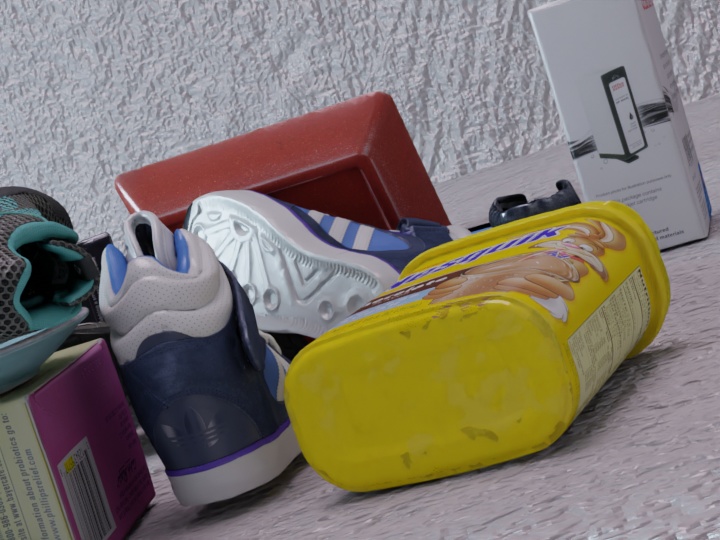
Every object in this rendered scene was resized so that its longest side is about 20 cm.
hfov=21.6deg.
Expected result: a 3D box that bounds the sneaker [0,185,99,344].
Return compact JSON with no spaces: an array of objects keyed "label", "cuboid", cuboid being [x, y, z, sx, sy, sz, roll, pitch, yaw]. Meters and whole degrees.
[{"label":"sneaker","cuboid":[-0.160,0.003,0.872,0.091,0.078,0.200,0,13,11]}]

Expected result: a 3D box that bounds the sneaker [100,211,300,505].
[{"label":"sneaker","cuboid":[-0.080,0.033,1.008,0.081,0.146,0.200,-18,6,9]}]

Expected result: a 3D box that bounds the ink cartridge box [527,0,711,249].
[{"label":"ink cartridge box","cuboid":[0.201,-0.119,1.438,0.084,0.200,0.146,-16,5,15]}]

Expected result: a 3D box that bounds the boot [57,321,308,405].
[{"label":"boot","cuboid":[-0.130,0.053,1.251,0.200,0.068,0.131,0,6,-3]}]

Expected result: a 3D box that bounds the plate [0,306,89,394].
[{"label":"plate","cuboid":[-0.224,0.060,0.913,0.200,0.026,0.200,-18,5,2]}]

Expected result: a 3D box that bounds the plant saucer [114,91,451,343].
[{"label":"plant saucer","cuboid":[-0.037,-0.005,1.260,0.200,0.200,0.037,-17,34,16]}]

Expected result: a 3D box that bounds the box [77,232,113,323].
[{"label":"box","cuboid":[-0.267,0.067,1.425,0.198,0.123,0.200,-18,-3,-9]}]

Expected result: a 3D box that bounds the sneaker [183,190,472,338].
[{"label":"sneaker","cuboid":[0.000,0.000,1.190,0.200,0.081,0.146,22,18,40]}]

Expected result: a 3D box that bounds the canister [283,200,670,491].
[{"label":"canister","cuboid":[0.063,0.035,0.938,0.149,0.087,0.200,-16,7,23]}]

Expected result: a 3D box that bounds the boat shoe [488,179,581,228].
[{"label":"boat shoe","cuboid":[0.129,-0.015,1.194,0.071,0.091,0.200,-17,5,11]}]

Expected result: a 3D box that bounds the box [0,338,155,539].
[{"label":"box","cuboid":[-0.225,0.120,0.953,0.200,0.097,0.176,-17,6,5]}]

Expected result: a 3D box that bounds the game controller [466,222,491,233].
[{"label":"game controller","cuboid":[0.068,-0.009,1.612,0.200,0.042,0.104,-17,5,19]}]
